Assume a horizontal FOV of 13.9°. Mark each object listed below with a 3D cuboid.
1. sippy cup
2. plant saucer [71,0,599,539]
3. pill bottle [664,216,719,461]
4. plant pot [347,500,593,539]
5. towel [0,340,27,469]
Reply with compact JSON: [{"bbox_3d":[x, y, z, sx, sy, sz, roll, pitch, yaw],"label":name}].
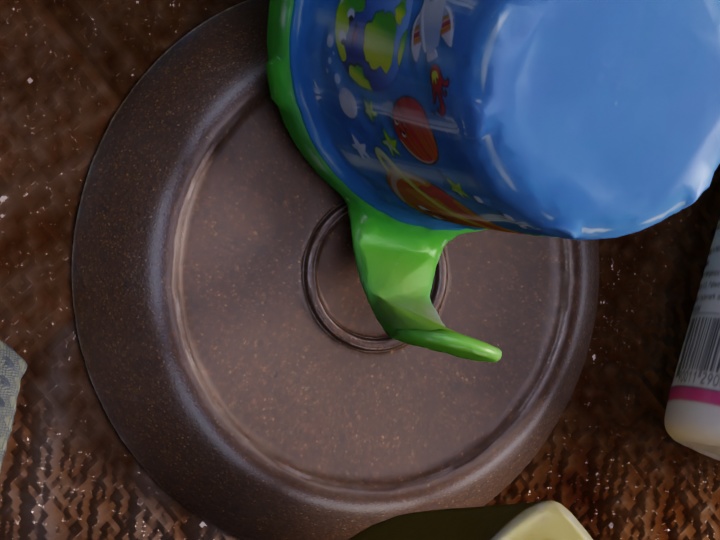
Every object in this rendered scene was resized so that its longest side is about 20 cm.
[{"bbox_3d":[0.054,-0.068,0.939,0.139,0.130,0.179,-22,109,-17],"label":"sippy cup"},{"bbox_3d":[0.000,0.000,1.018,0.199,0.034,0.202,0,90,-22],"label":"plant saucer"},{"bbox_3d":[0.188,-0.021,1.051,0.113,0.113,0.201,19,85,-21],"label":"pill bottle"},{"bbox_3d":[0.002,0.197,0.933,0.194,0.200,0.196,-39,104,-17],"label":"plant pot"},{"bbox_3d":[-0.194,0.037,0.879,0.192,0.200,0.035,40,121,-20],"label":"towel"}]
